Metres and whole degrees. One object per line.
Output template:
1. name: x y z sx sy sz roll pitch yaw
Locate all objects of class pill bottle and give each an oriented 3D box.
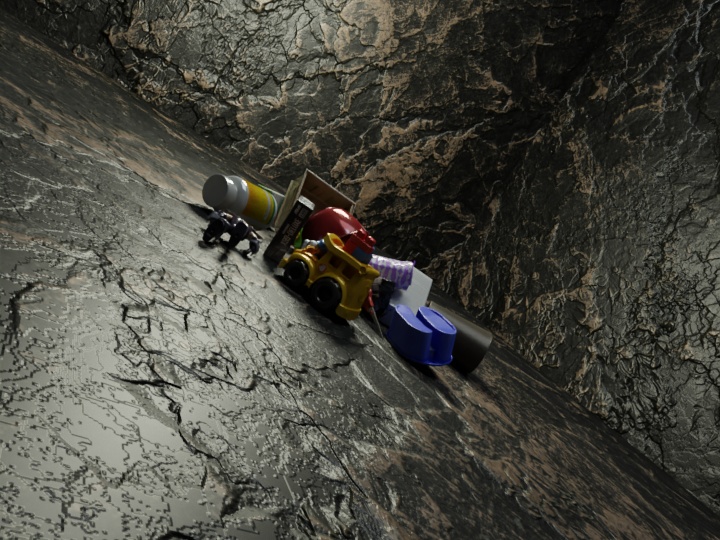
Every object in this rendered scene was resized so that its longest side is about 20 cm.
1. pill bottle: -0.313 -0.178 1.547 0.113 0.113 0.200 38 8 27

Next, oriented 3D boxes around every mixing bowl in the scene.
1. mixing bowl: -0.086 -0.103 1.646 0.109 0.199 0.200 64 14 12

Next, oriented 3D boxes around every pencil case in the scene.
1. pencil case: 0.051 -0.009 1.610 0.198 0.086 0.084 15 -18 -2

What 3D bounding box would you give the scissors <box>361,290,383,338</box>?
1. scissors: 0.028 0.093 1.501 0.014 0.074 0.200 16 16 -27

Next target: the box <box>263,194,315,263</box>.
1. box: -0.179 -0.111 1.538 0.050 0.158 0.200 33 7 -8

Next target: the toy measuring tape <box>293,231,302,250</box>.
1. toy measuring tape: -0.136 -0.048 1.754 0.200 0.074 0.074 44 0 -36

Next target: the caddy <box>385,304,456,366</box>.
1. caddy: 0.145 0.164 1.446 0.140 0.106 0.200 7 18 -22

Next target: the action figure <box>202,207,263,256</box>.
1. action figure: -0.275 -0.084 1.284 0.129 0.070 0.200 27 3 -3

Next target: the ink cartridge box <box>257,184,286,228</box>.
1. ink cartridge box: -0.274 -0.191 1.847 0.059 0.105 0.200 26 4 14

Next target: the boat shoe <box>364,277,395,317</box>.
1. boat shoe: 0.023 0.081 1.612 0.074 0.094 0.200 20 -18 -17

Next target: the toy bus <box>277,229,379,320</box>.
1. toy bus: -0.055 -0.015 1.331 0.199 0.193 0.136 35 8 19

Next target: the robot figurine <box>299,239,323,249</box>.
1. robot figurine: -0.068 -0.002 1.506 0.199 0.114 0.169 32 -6 -25

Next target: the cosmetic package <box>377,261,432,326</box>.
1. cosmetic package: 0.127 0.079 1.676 0.101 0.071 0.201 34 40 -6

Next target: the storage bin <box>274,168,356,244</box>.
1. storage bin: -0.140 -0.163 1.823 0.199 0.200 0.093 32 -30 -29

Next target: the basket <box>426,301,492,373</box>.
1. basket: 0.263 0.189 1.749 0.199 0.137 0.180 31 3 1
